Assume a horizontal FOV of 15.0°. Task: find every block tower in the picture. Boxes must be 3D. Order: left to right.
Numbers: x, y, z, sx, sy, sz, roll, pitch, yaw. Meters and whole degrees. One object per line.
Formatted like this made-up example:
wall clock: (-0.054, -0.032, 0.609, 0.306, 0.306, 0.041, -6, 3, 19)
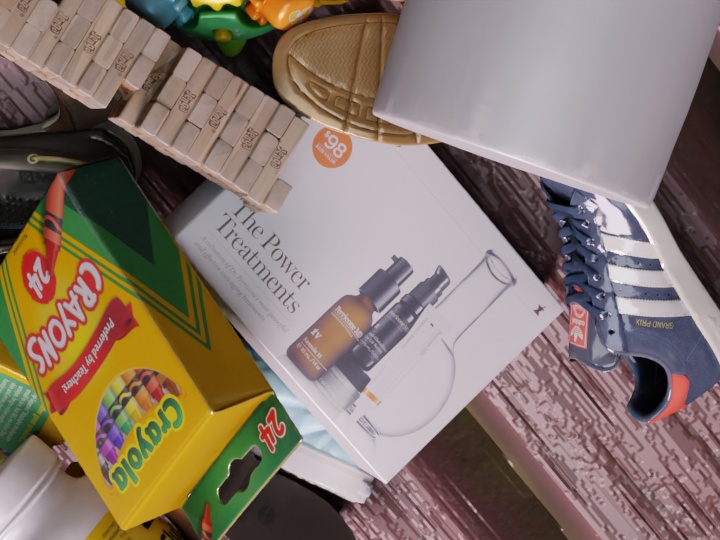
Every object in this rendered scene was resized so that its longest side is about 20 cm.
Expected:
block tower: (-0.121, -0.105, 1.494, 0.199, 0.054, 0.058, 33, 85, -14)

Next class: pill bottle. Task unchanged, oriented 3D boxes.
pill bottle: (-0.149, 0.195, 1.629, 0.200, 0.113, 0.112, 43, 114, -6)

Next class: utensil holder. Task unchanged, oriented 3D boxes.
utensil holder: (0.111, -0.151, 1.433, 0.169, 0.170, 0.201, 18, 92, -5)

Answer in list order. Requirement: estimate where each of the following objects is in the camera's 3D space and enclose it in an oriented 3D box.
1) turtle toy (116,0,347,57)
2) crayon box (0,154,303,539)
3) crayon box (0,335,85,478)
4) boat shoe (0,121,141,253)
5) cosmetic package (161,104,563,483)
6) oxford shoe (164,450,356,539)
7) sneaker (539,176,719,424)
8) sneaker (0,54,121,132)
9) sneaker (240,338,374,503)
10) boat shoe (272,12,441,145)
turtle toy: (-0.079, -0.207, 1.496, 0.145, 0.101, 0.201, -1, 118, 5)
crayon box: (-0.126, 0.053, 1.538, 0.200, 0.051, 0.127, 55, 134, 18)
crayon box: (-0.244, 0.057, 1.650, 0.199, 0.052, 0.126, 27, 145, -9)
boat shoe: (-0.230, -0.043, 1.618, 0.201, 0.060, 0.072, -10, 117, 10)
cosmetic package: (0.000, 0.000, 1.593, 0.151, 0.052, 0.200, -45, 109, -9)
oxford shoe: (-0.065, 0.157, 1.657, 0.200, 0.071, 0.071, 47, 155, -19)
sneaker: (0.142, 0.006, 1.592, 0.084, 0.075, 0.200, -41, 110, -10)
sneaker: (-0.202, -0.160, 1.549, 0.075, 0.071, 0.200, -29, 111, 19)
sneaker: (-0.072, 0.066, 1.671, 0.199, 0.074, 0.082, 25, 82, -1)
boat shoe: (0.043, -0.106, 1.540, 0.199, 0.069, 0.071, 4, 97, -15)
